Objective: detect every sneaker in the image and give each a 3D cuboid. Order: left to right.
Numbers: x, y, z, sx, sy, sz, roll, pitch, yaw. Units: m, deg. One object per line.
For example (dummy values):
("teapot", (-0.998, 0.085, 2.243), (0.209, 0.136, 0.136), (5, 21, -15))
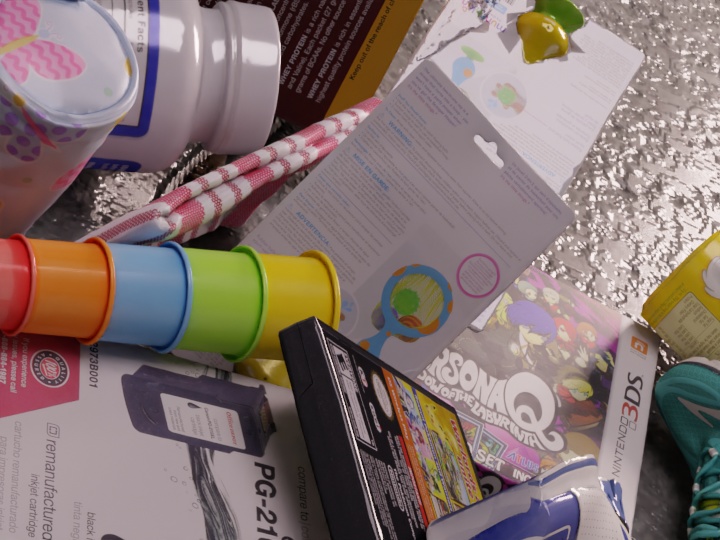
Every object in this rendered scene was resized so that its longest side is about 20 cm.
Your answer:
("sneaker", (0.107, 0.160, 1.129), (0.116, 0.080, 0.199), (68, 14, 15))
("sneaker", (0.216, 0.137, 1.297), (0.079, 0.078, 0.201), (-12, 63, -28))

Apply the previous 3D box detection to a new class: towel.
("towel", (-0.085, -0.030, 1.209), (0.200, 0.146, 0.030), (-29, 92, -47))

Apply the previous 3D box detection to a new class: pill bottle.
("pill bottle", (-0.149, -0.111, 1.240), (0.199, 0.112, 0.112), (4, 47, -18))

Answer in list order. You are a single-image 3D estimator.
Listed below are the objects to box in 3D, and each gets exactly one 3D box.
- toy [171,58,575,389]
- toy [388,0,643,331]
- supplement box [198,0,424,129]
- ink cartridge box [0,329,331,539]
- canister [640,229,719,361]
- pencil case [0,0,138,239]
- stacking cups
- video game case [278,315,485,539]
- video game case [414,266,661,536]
("toy", (0.000, 0.000, 1.205), (0.115, 0.200, 0.047), (46, -5, -11))
("toy", (0.066, -0.073, 1.333), (0.115, 0.047, 0.201), (33, 74, -2))
("supplement box", (-0.055, -0.216, 1.342), (0.199, 0.198, 0.133), (25, 18, -11))
("ink cartridge box", (-0.097, 0.117, 1.093), (0.199, 0.084, 0.145), (17, 42, -21))
("canister", (0.274, 0.062, 1.384), (0.200, 0.087, 0.148), (47, 28, 10))
("pencil case", (-0.184, -0.053, 1.119), (0.083, 0.200, 0.091), (25, 47, -20))
("stacking cups", (-0.110, 0.015, 1.091), (0.199, 0.061, 0.061), (3, 48, -28))
("video game case", (0.031, 0.138, 1.108), (0.181, 0.025, 0.201), (35, 34, -60))
("video game case", (0.071, 0.057, 1.308), (0.199, 0.036, 0.182), (28, 38, -8))
